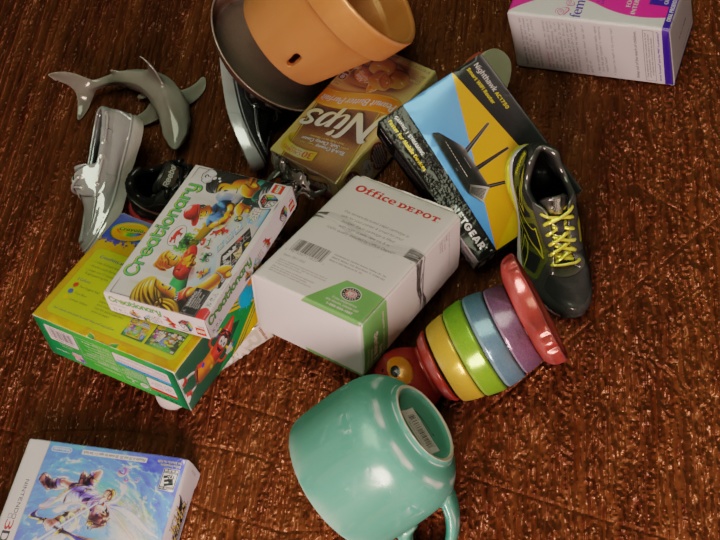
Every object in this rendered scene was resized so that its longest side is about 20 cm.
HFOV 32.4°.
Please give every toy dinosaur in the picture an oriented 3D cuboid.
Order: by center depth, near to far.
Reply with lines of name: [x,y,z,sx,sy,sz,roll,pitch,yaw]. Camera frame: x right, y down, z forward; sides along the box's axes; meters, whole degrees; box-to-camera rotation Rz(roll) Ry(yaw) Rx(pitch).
toy dinosaur: [-0.110,-0.063,1.453,0.136,0.200,0.102,-56,26,3]

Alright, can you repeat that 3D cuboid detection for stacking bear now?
stacking bear: [0.105,0.089,1.303,0.200,0.114,0.122,-28,68,10]

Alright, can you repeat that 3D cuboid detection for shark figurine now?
shark figurine: [-0.299,-0.252,1.653,0.214,0.090,0.128,22,65,25]

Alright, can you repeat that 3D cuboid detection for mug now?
mug: [0.032,0.188,1.227,0.114,0.185,0.152,-38,34,22]

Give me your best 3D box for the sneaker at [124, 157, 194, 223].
sneaker: [-0.201,-0.088,1.510,0.200,0.098,0.071,7,59,17]

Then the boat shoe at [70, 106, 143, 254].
boat shoe: [-0.329,-0.115,1.556,0.072,0.068,0.201,-16,56,59]

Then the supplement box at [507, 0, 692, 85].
supplement box: [0.293,-0.306,1.509,0.199,0.103,0.101,10,62,24]

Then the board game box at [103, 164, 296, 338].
board game box: [-0.169,-0.024,1.328,0.126,0.035,0.200,14,53,22]

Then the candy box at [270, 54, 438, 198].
candy box: [-0.003,-0.183,1.540,0.115,0.055,0.200,29,68,32]

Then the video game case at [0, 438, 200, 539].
video game case: [-0.293,0.281,1.328,0.199,0.045,0.182,4,60,18]

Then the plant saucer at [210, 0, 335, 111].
plant saucer: [-0.110,-0.285,1.586,0.032,0.200,0.201,-35,40,46]

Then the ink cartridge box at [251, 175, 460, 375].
ink cartridge box: [0.000,0.000,1.355,0.146,0.085,0.200,24,49,26]

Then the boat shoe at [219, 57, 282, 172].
boat shoe: [-0.134,-0.212,1.592,0.068,0.072,0.200,-18,49,4]

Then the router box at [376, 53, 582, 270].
router box: [0.134,-0.125,1.420,0.149,0.051,0.200,-34,82,-8]

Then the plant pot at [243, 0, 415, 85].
plant pot: [-0.049,-0.322,1.513,0.140,0.200,0.201,-32,50,26]

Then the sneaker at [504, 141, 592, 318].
sneaker: [0.203,-0.045,1.339,0.074,0.085,0.201,-17,84,-5]

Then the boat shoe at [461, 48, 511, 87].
boat shoe: [0.119,-0.179,1.500,0.063,0.071,0.201,-5,56,61]

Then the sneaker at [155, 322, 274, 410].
sneaker: [-0.153,0.076,1.398,0.084,0.073,0.200,16,62,37]

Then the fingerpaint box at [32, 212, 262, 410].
fingerpaint box: [-0.224,0.041,1.357,0.199,0.073,0.167,18,55,26]
